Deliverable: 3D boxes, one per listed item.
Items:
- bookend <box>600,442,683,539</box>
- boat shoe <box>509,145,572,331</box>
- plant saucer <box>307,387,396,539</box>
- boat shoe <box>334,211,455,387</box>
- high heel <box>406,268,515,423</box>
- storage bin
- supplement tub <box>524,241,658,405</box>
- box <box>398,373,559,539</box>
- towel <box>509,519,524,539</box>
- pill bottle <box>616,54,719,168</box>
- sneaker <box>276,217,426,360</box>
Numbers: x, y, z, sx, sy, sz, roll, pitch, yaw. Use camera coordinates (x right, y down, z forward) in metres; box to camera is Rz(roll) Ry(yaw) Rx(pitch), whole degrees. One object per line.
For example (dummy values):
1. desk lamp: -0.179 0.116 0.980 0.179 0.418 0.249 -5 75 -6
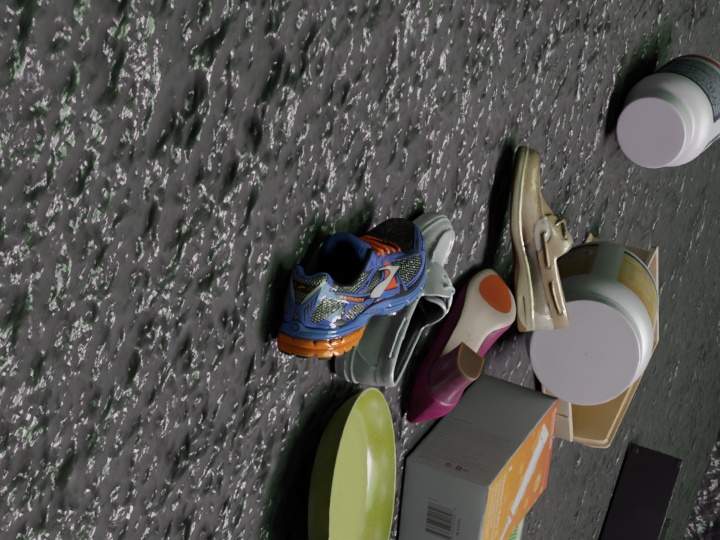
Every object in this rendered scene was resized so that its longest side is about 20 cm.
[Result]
1. bookend: 0.477 0.403 2.799 0.200 0.092 0.200 -71 159 -4
2. boat shoe: 0.192 -0.034 1.785 0.072 0.064 0.201 -64 151 -75
3. plant saucer: -0.010 0.205 1.528 0.200 0.031 0.201 4 90 -73
4. boat shoe: 0.048 0.026 1.529 0.200 0.068 0.072 -53 151 -40
5. high heel: 0.098 0.074 1.739 0.096 0.067 0.200 -42 -172 35
6. storage bin: 0.304 0.093 2.159 0.199 0.093 0.201 -60 155 -30
7. supplement tub: 0.263 0.060 1.922 0.200 0.144 0.146 -53 154 -69
8. box: 0.129 0.220 1.826 0.200 0.097 0.125 -42 142 -53
9. towel: 0.160 0.335 2.089 0.200 0.023 0.154 -22 125 -61
10. pill bottle: 0.397 -0.198 2.137 0.200 0.119 0.120 -33 135 -58
11. sneaker: 0.000 0.000 1.395 0.200 0.075 0.079 -45 142 -53
